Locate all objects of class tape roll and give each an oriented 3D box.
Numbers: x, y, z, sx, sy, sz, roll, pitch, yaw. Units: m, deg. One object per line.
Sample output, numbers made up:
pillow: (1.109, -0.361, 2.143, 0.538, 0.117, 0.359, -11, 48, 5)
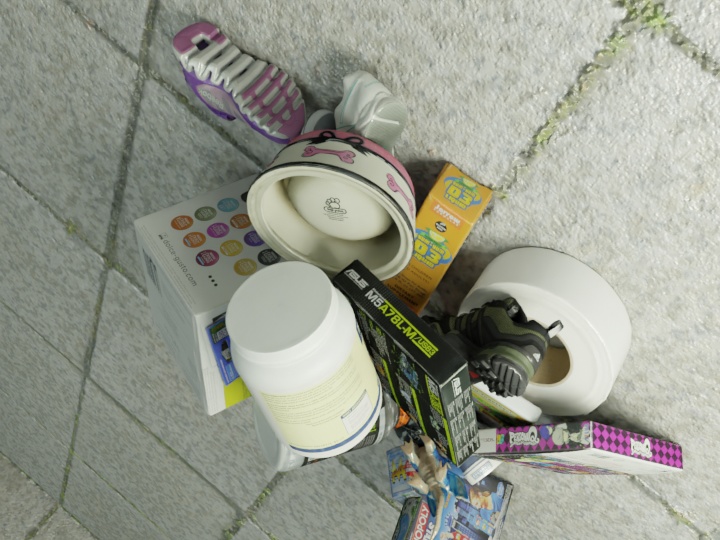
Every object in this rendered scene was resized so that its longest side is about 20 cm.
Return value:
tape roll: (0.216, 0.076, 0.992, 0.199, 0.071, 0.205, 23, 137, 23)

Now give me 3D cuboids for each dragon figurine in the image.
dragon figurine: (0.102, 0.280, 1.094, 0.058, 0.201, 0.100, -30, 124, 6)

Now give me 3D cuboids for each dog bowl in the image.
dog bowl: (-0.025, -0.074, 0.946, 0.196, 0.075, 0.202, 14, 146, 9)

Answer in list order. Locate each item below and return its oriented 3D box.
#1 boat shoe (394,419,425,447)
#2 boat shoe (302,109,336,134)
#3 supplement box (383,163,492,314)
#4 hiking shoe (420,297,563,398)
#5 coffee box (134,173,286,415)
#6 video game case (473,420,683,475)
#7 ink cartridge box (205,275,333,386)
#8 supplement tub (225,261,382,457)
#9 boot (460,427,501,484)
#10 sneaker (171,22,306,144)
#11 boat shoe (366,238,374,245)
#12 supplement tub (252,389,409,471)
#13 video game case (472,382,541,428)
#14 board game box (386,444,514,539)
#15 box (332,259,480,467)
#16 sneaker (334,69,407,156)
boat shoe: (0.080, 0.223, 1.207, 0.075, 0.066, 0.200, 47, 165, 24)
boat shoe: (-0.054, -0.118, 1.054, 0.066, 0.070, 0.202, 34, 148, 35)
supplement box: (0.085, -0.031, 1.009, 0.066, 0.069, 0.201, 32, 138, 7)
hiking shoe: (0.139, 0.077, 0.935, 0.199, 0.100, 0.076, 16, 143, 57)
coffee box: (-0.168, 0.029, 1.132, 0.200, 0.195, 0.203, 48, 150, 36)
video game case: (0.265, 0.221, 1.025, 0.198, 0.037, 0.180, 19, 156, -36)
ink cartridge box: (-0.089, 0.071, 1.046, 0.042, 0.197, 0.121, 48, 157, 37)
supplement tub: (-0.063, 0.103, 0.948, 0.143, 0.146, 0.202, 15, 145, 29)
boot: (0.154, 0.235, 1.155, 0.091, 0.072, 0.200, 53, -179, 14)
sneaker: (-0.149, -0.218, 1.036, 0.199, 0.080, 0.089, 39, 149, 13)
boat shoe: (0.000, 0.000, 1.106, 0.071, 0.072, 0.202, 26, 139, 21)
supplement tub: (-0.037, 0.186, 1.127, 0.122, 0.196, 0.125, 32, 127, 56)
video game case: (0.133, 0.151, 1.083, 0.198, 0.023, 0.183, 33, 165, 13)
board game box: (0.109, 0.353, 1.206, 0.198, 0.202, 0.062, 36, 144, -14)
box: (0.055, 0.110, 0.969, 0.193, 0.047, 0.202, 40, 160, 35)
sneaker: (0.003, -0.150, 0.980, 0.081, 0.069, 0.202, 56, 153, 24)
